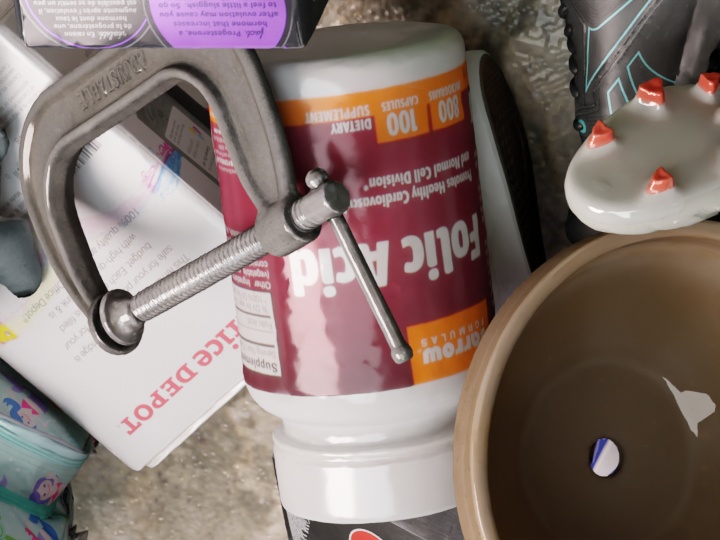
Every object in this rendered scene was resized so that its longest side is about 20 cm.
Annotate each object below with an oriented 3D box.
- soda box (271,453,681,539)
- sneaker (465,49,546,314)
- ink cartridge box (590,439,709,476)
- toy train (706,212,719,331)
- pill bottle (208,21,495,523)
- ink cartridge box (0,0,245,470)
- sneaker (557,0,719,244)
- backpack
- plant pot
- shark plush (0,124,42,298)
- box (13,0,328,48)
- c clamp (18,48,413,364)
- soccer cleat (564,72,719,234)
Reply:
[{"bbox_3d":[0.056,0.125,1.370,0.199,0.071,0.064,26,145,32],"label":"soda box"},{"bbox_3d":[0.042,-0.006,1.357,0.084,0.073,0.201,-4,122,12],"label":"sneaker"},{"bbox_3d":[0.208,0.099,1.372,0.199,0.094,0.044,23,125,-2],"label":"ink cartridge box"},{"bbox_3d":[0.239,0.031,1.314,0.199,0.085,0.115,11,107,7],"label":"toy train"},{"bbox_3d":[0.000,0.000,1.275,0.114,0.114,0.201,-4,103,16],"label":"pill bottle"},{"bbox_3d":[-0.124,-0.026,1.381,0.200,0.086,0.147,41,122,-14],"label":"ink cartridge box"},{"bbox_3d":[0.123,-0.099,1.289,0.079,0.075,0.201,26,117,10],"label":"sneaker"},{"bbox_3d":[-0.219,0.102,1.420,0.177,0.200,0.151,34,104,-7],"label":"backpack"},{"bbox_3d":[0.122,0.081,1.259,0.201,0.201,0.093,42,164,-14],"label":"plant pot"},{"bbox_3d":[-0.183,-0.038,1.287,0.090,0.083,0.201,21,125,4],"label":"shark plush"},{"bbox_3d":[-0.062,-0.182,1.193,0.121,0.200,0.107,1,123,13],"label":"box"},{"bbox_3d":[-0.076,-0.021,1.243,0.200,0.027,0.172,-20,89,47],"label":"c clamp"},{"bbox_3d":[0.166,-0.054,1.237,0.069,0.199,0.078,40,145,32],"label":"soccer cleat"}]
